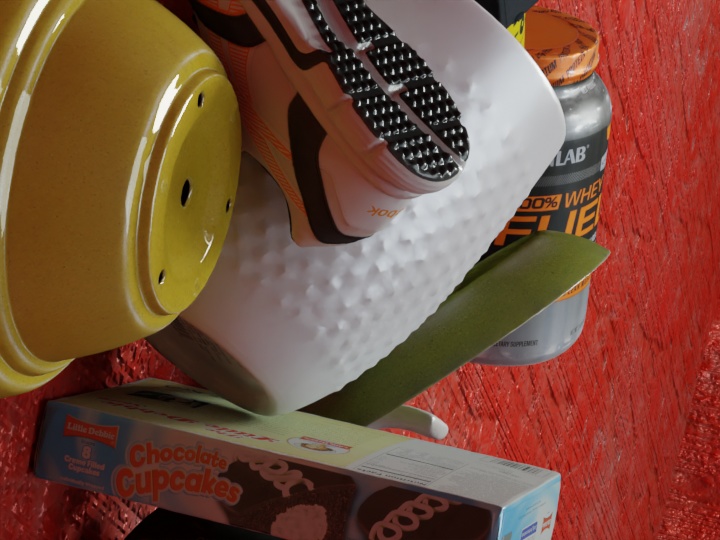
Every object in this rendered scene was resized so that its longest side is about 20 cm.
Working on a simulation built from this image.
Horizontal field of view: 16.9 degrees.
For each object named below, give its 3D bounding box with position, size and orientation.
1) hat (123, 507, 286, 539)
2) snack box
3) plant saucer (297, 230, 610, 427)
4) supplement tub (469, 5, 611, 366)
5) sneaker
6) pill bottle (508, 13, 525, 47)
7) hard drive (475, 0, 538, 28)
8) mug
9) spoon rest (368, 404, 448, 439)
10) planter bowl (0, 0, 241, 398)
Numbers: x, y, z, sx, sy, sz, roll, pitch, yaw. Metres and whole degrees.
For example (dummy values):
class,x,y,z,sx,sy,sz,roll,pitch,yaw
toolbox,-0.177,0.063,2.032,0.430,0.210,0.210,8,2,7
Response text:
class,x,y,z,sx,sy,sz,roll,pitch,yaw
hat,-0.054,0.143,1.118,0.201,0.200,0.081,78,-9,-57
snack box,-0.024,0.087,1.029,0.116,0.200,0.037,-7,108,-73
plant saucer,0.034,0.033,1.221,0.031,0.200,0.200,56,22,-1
supplement tub,0.086,-0.053,1.472,0.123,0.122,0.200,-50,149,-60
sneaker,-0.042,-0.096,0.946,0.074,0.200,0.080,-12,156,-47
pill bottle,0.034,-0.125,1.260,0.200,0.104,0.104,87,21,-44
hard drive,0.122,-0.215,1.138,0.200,0.033,0.140,-42,156,-14
mug,-0.015,-0.019,1.068,0.175,0.148,0.200,-53,154,-17
spoon rest,-0.024,0.158,1.290,0.200,0.061,0.099,-62,162,-6
planter bowl,-0.097,-0.036,0.895,0.200,0.083,0.201,12,90,-74
